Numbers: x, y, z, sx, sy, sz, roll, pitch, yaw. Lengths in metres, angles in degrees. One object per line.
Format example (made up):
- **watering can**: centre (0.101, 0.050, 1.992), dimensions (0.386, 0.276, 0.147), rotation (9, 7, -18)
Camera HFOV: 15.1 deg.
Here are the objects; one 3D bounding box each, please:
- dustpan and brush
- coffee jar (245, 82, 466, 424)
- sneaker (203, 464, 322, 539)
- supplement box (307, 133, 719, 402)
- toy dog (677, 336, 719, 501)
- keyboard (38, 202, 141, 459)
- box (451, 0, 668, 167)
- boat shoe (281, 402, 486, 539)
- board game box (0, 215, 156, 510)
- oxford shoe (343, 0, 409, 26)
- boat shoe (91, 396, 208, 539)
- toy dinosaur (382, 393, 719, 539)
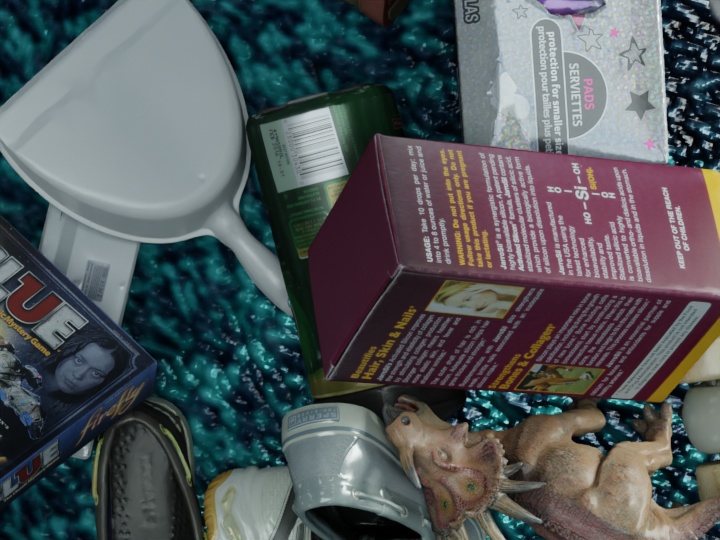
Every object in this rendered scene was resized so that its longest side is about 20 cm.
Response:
- **dustpan and brush**: centre (-0.096, -0.050, 1.542), dimensions (0.140, 0.057, 0.200), rotation (-43, 87, -12)
- **coffee jar**: centre (0.000, 0.000, 1.513), dimensions (0.085, 0.104, 0.201), rotation (-13, 92, 7)
- **sneaker**: centre (-0.030, 0.207, 1.537), dimensions (0.087, 0.076, 0.201), rotation (-10, 92, 3)
- **supplement box**: centre (0.085, 0.002, 1.418), dimensions (0.199, 0.110, 0.086), rotation (5, 55, -21)
- **toy dog**: centre (0.256, 0.073, 1.521), dimensions (0.199, 0.096, 0.132), rotation (10, 90, -12)
- **keyboard**: centre (-0.159, 0.005, 1.551), dimensions (0.056, 0.011, 0.201), rotation (13, 81, -3)
- **box**: centre (0.106, -0.151, 1.486), dimensions (0.114, 0.132, 0.201), rotation (-5, 91, 2)
- **boat shoe**: centre (0.012, 0.140, 1.475), dimensions (0.070, 0.201, 0.072), rotation (-12, 59, 22)
- **board game box**: centre (-0.228, 0.033, 1.499), dimensions (0.200, 0.035, 0.135), rotation (41, 60, 20)
- **oxford shoe**: centre (-0.006, -0.208, 1.467), dimensions (0.075, 0.200, 0.071), rotation (27, 60, 14)
- **boat shoe**: centre (-0.117, 0.174, 1.548), dimensions (0.071, 0.061, 0.202), rotation (-10, 91, 5)
- **toy dinosaur**: centre (0.111, 0.123, 1.440), dimensions (0.199, 0.136, 0.086), rotation (16, 112, 15)
